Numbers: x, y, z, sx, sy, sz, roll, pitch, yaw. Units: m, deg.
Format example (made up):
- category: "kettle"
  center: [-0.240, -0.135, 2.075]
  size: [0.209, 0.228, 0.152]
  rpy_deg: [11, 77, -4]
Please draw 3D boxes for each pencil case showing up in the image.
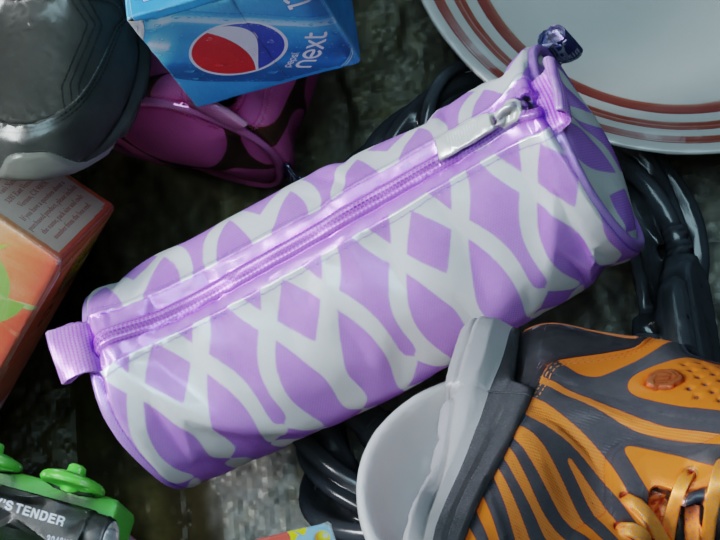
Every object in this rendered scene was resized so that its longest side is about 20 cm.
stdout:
- category: "pencil case"
  center: [0.000, 0.000, 0.795]
  size: [0.199, 0.085, 0.084]
  rpy_deg: [-30, 65, 13]
- category: "pencil case"
  center: [-0.031, -0.131, 0.883]
  size: [0.090, 0.094, 0.202]
  rpy_deg: [17, 75, -3]

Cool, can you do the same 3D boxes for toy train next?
- category: "toy train"
  center: [-0.169, 0.068, 0.796]
  size: [0.198, 0.056, 0.042]
  rpy_deg: [14, 75, 15]

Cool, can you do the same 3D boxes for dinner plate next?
- category: "dinner plate"
  center: [0.114, -0.124, 0.875]
  size: [0.198, 0.024, 0.202]
  rpy_deg: [1, 60, -2]

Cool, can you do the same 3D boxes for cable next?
- category: "cable"
  center: [0.047, 0.019, 0.850]
  size: [0.162, 0.051, 0.202]
  rpy_deg: [-12, 70, 12]

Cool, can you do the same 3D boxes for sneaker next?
- category: "sneaker"
  center: [-0.115, -0.122, 0.814]
  size: [0.075, 0.079, 0.201]
  rpy_deg: [-7, 56, 6]
- category: "sneaker"
  center: [0.073, 0.085, 0.677]
  size: [0.111, 0.078, 0.201]
  rpy_deg: [1, 44, 12]

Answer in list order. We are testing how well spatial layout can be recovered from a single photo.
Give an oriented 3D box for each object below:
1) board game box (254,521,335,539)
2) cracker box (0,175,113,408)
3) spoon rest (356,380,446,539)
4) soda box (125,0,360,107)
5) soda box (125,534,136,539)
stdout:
- category: "board game box"
  center: [-0.095, 0.158, 0.683]
  size: [0.199, 0.103, 0.106]
  rpy_deg: [-11, 67, -25]
- category: "cracker box"
  center: [-0.205, -0.019, 0.833]
  size: [0.199, 0.058, 0.134]
  rpy_deg: [34, 117, 0]
- category: "spoon rest"
  center: [0.069, 0.110, 0.738]
  size: [0.099, 0.061, 0.201]
  rpy_deg: [-20, 57, -14]
- category: "soda box"
  center: [-0.050, -0.164, 0.818]
  size: [0.064, 0.068, 0.202]
  rpy_deg: [-13, 65, 12]
- category: "soda box"
  center: [-0.045, 0.165, 0.804]
  size: [0.200, 0.063, 0.070]
  rpy_deg: [37, 80, 19]
